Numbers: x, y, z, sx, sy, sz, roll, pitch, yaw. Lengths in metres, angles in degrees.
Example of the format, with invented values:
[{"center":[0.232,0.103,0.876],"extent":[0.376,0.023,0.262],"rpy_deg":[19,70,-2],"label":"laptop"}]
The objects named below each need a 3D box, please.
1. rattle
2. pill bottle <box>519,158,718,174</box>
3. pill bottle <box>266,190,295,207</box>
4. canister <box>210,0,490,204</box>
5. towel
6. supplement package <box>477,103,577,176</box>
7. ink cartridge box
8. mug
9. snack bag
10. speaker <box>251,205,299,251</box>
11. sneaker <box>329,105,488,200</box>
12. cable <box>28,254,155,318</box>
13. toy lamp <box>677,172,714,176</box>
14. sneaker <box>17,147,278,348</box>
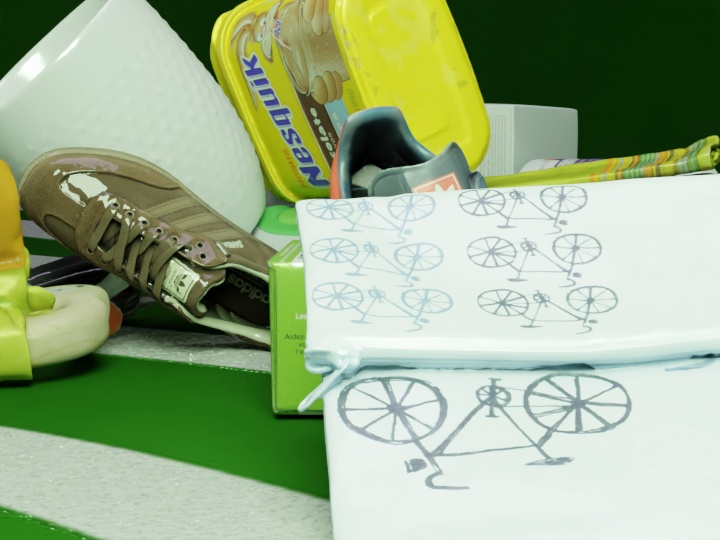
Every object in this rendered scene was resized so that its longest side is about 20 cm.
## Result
[{"center":[-0.204,-0.011,0.849],"extent":[0.129,0.144,0.200],"rpy_deg":[-18,5,22],"label":"rattle"},{"center":[0.225,-0.032,1.133],"extent":[0.198,0.113,0.111],"rpy_deg":[2,6,29],"label":"pill bottle"},{"center":[-0.021,-0.048,1.305],"extent":[0.115,0.117,0.199],"rpy_deg":[3,6,33],"label":"pill bottle"},{"center":[-0.010,-0.119,0.933],"extent":[0.086,0.150,0.199],"rpy_deg":[-28,13,-23],"label":"canister"},{"center":[0.124,-0.060,0.897],"extent":[0.198,0.018,0.086],"rpy_deg":[-8,5,18],"label":"towel"},{"center":[0.115,-0.068,1.274],"extent":[0.110,0.158,0.200],"rpy_deg":[2,6,23],"label":"supplement package"},{"center":[0.057,0.024,0.744],"extent":[0.197,0.077,0.148],"rpy_deg":[-2,5,2],"label":"ink cartridge box"},{"center":[-0.170,-0.062,0.960],"extent":[0.200,0.176,0.147],"rpy_deg":[-46,20,-8],"label":"mug"},{"center":[0.071,0.029,0.492],"extent":[0.186,0.022,0.201],"rpy_deg":[-2,37,-2],"label":"snack bag"},{"center":[0.000,0.000,0.963],"extent":[0.198,0.090,0.088],"rpy_deg":[4,7,40],"label":"speaker"},{"center":[0.040,0.001,0.596],"extent":[0.074,0.085,0.200],"rpy_deg":[-21,43,-22],"label":"sneaker"},{"center":[-0.234,0.031,1.008],"extent":[0.199,0.051,0.097],"rpy_deg":[-21,35,-40],"label":"cable"},{"center":[0.128,-0.007,0.857],"extent":[0.198,0.059,0.058],"rpy_deg":[-21,8,-5],"label":"toy lamp"},{"center":[-0.114,-0.013,0.875],"extent":[0.198,0.071,0.076],"rpy_deg":[25,13,-17],"label":"sneaker"}]
